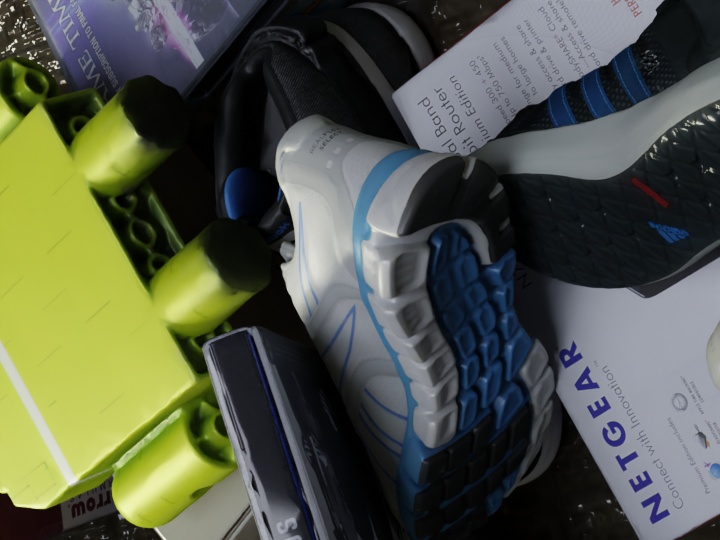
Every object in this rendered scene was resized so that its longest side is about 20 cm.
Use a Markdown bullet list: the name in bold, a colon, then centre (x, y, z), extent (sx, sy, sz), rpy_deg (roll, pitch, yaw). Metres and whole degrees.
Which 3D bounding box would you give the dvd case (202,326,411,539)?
- **dvd case**: centre (0.003, 0.124, 0.852), extent (0.025, 0.150, 0.201), rpy_deg (-20, 78, 10)

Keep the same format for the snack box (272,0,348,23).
- **snack box**: centre (0.007, -0.195, 0.916), extent (0.200, 0.037, 0.117), rpy_deg (-39, 75, 36)

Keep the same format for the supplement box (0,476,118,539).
- **supplement box**: centre (-0.210, 0.091, 1.101), extent (0.199, 0.109, 0.061), rpy_deg (-2, 99, 36)

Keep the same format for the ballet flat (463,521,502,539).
- **ballet flat**: centre (0.063, 0.183, 0.945), extent (0.057, 0.066, 0.201), rpy_deg (-33, 72, 17)

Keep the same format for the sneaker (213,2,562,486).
- **sneaker**: centre (0.000, 0.000, 0.921), extent (0.073, 0.112, 0.201), rpy_deg (-24, 86, 39)

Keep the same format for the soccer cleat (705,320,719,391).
- **soccer cleat**: centre (0.186, -0.023, 0.751), extent (0.078, 0.199, 0.069), rpy_deg (61, 168, 14)

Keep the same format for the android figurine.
- **android figurine**: centre (-0.113, 0.014, 0.931), extent (0.200, 0.041, 0.183), rpy_deg (-42, 76, 42)

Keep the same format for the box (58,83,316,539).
- **box**: centre (-0.084, 0.019, 1.001), extent (0.200, 0.095, 0.078), rpy_deg (48, 124, 15)

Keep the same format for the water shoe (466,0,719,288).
- **water shoe**: centre (0.107, -0.049, 0.804), extent (0.071, 0.079, 0.200), rpy_deg (39, 154, -21)

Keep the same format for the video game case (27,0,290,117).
- **video game case**: centre (-0.069, -0.153, 0.940), extent (0.200, 0.019, 0.143), rpy_deg (-47, 61, 37)

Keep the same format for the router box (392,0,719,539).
- **router box**: centre (0.129, -0.026, 0.859), extent (0.179, 0.049, 0.201), rpy_deg (-36, 79, 36)

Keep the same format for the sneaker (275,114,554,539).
- **sneaker**: centre (0.013, 0.019, 0.864), extent (0.086, 0.075, 0.201), rpy_deg (31, 147, 34)
